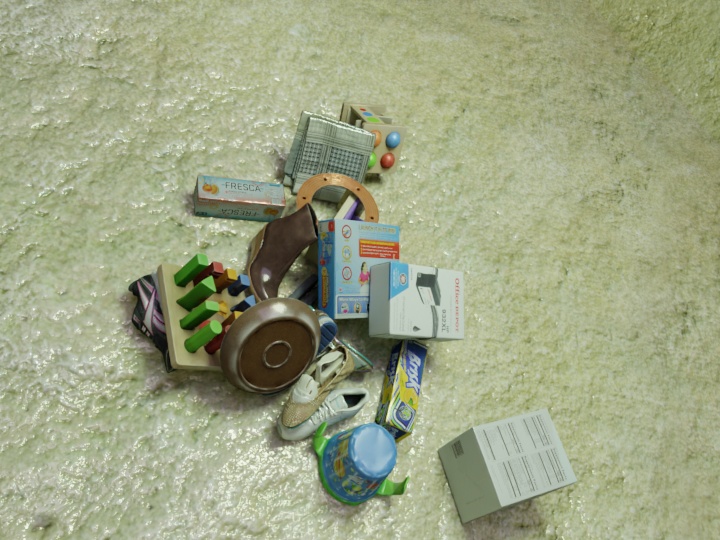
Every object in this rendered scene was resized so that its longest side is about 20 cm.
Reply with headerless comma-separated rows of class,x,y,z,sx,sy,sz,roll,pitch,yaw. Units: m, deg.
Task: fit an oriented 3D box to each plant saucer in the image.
plant saucer,-0.156,0.146,1.072,0.196,0.205,0.032,-7,29,-29

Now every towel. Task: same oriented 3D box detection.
towel,-0.077,-0.261,1.407,0.195,0.196,0.035,13,28,-16

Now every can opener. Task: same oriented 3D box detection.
can opener,-0.138,0.072,1.239,0.053,0.067,0.200,41,52,3

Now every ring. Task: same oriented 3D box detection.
ring,-0.051,-0.138,1.339,0.195,0.019,0.205,10,56,-14

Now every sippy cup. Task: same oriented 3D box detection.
sippy cup,0.003,0.349,1.096,0.173,0.131,0.143,3,58,-23

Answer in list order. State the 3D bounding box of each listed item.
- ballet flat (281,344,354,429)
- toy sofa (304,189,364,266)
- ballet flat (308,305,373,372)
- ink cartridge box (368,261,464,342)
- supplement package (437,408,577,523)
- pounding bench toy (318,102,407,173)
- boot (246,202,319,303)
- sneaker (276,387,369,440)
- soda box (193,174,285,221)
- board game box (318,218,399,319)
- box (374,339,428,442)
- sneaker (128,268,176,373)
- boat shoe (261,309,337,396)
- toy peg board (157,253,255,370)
ballet flat,-0.085,0.210,1.119,0.069,0.067,0.200,13,39,32
toy sofa,-0.041,-0.090,1.377,0.096,0.083,0.202,32,52,-2
ballet flat,-0.064,0.160,1.223,0.199,0.069,0.071,43,72,-4
ink cartridge box,0.120,0.069,1.238,0.196,0.083,0.149,8,78,-32
supplement package,0.292,0.392,1.193,0.195,0.152,0.154,-5,61,-27
pounding bench toy,-0.006,-0.330,1.481,0.195,0.127,0.157,-3,37,-27
boot,-0.158,-0.032,1.233,0.072,0.164,0.204,35,35,-48
sneaker,-0.069,0.266,1.143,0.197,0.080,0.072,-17,76,-30
soda box,-0.269,-0.159,1.319,0.195,0.069,0.065,4,58,-24
board game box,0.000,0.000,1.251,0.197,0.055,0.202,3,85,-44
box,0.086,0.245,1.237,0.063,0.070,0.203,24,53,-12
sneaker,-0.384,0.101,1.114,0.084,0.081,0.204,-17,68,-8
boat shoe,-0.132,0.160,1.161,0.199,0.073,0.072,-41,39,-5
toy peg board,-0.259,0.074,1.112,0.197,0.097,0.204,15,51,-50
